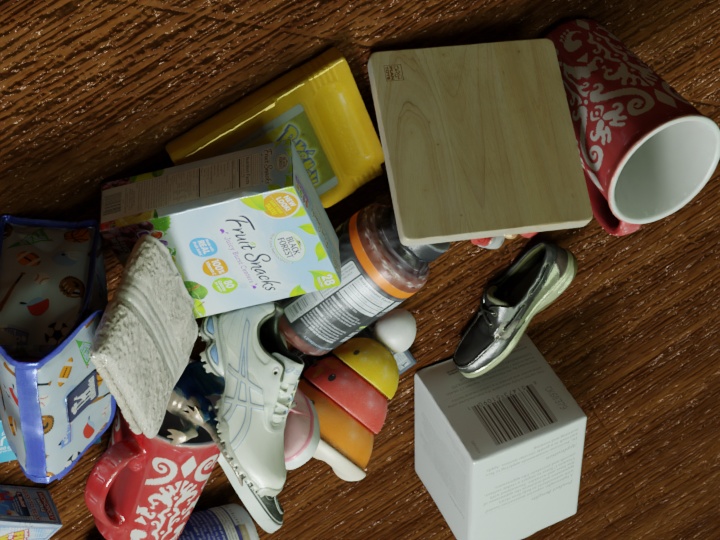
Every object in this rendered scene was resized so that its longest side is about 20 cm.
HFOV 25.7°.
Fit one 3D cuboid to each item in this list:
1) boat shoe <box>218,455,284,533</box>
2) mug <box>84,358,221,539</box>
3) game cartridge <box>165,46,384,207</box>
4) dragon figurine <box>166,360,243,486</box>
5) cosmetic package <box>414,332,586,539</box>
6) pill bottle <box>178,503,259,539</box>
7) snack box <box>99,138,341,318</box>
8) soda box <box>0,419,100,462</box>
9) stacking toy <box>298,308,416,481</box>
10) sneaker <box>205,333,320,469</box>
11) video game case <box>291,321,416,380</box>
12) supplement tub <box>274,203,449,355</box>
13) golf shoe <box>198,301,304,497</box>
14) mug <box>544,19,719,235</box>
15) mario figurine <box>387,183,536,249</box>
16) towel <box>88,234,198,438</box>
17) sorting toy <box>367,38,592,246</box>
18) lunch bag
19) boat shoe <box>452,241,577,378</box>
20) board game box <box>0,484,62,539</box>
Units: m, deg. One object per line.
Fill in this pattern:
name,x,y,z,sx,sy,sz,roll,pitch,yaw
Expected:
boat shoe,-0.122,0.247,1.904,0.063,0.071,0.201,-29,138,-4
mug,-0.243,0.212,1.749,0.176,0.134,0.201,-5,136,-32
game cartridge,-0.079,-0.114,1.610,0.199,0.033,0.177,-30,140,-3
dragon figurine,-0.175,0.133,1.659,0.099,0.199,0.059,-36,159,-58
cosmetic package,0.174,0.222,2.008,0.163,0.165,0.201,-19,137,-17
pill bottle,-0.228,0.359,1.904,0.198,0.120,0.120,-9,134,-27
snack box,-0.135,-0.035,1.567,0.198,0.068,0.169,-14,142,10
soda box,-0.370,0.153,1.644,0.198,0.068,0.065,-8,133,-28
stacking toy,-0.006,0.127,1.826,0.201,0.146,0.146,-54,140,-7
sneaker,-0.113,0.119,1.693,0.075,0.201,0.105,-36,135,14
video game case,-0.040,0.129,1.886,0.199,0.019,0.143,-35,140,1
supplement tub,0.000,0.000,1.682,0.199,0.108,0.107,-35,143,27
golf shoe,-0.098,0.127,1.612,0.096,0.202,0.078,-19,172,24
mug,0.255,-0.148,1.663,0.133,0.201,0.178,10,124,-41
mario figurine,0.121,-0.080,1.768,0.198,0.107,0.123,-5,169,-17
towel,-0.204,0.068,1.520,0.200,0.034,0.134,76,31,-62
sorting toy,0.114,-0.123,1.606,0.197,0.202,0.070,-6,162,-13
lunch bag,-0.295,0.075,1.500,0.122,0.201,0.171,1,131,-3
boat shoe,0.175,0.041,1.913,0.066,0.072,0.201,33,107,-38
board game box,-0.442,0.308,1.753,0.198,0.062,0.201,-2,130,-32
